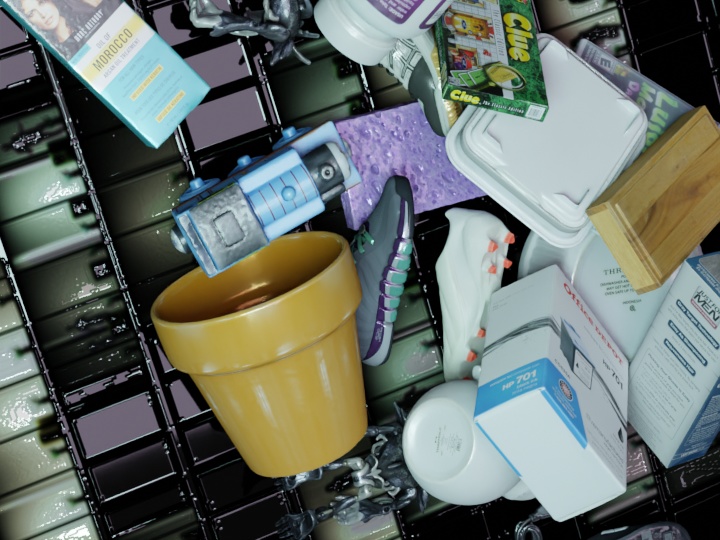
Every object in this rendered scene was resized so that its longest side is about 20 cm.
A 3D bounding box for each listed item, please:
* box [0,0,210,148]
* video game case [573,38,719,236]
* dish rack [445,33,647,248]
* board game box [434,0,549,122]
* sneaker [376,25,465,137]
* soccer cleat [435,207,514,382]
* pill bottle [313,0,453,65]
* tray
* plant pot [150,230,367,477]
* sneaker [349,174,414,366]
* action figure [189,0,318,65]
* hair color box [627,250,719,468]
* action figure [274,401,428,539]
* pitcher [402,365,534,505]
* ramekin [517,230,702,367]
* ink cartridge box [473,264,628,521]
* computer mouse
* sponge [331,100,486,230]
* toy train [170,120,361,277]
[{"bbox_3d":[-0.241,-0.214,1.492,0.200,0.049,0.082,44,83,-18],"label":"box"},{"bbox_3d":[0.270,-0.120,1.615,0.181,0.023,0.201,31,58,-7],"label":"video game case"},{"bbox_3d":[0.194,-0.138,1.555,0.171,0.044,0.201,39,59,-2],"label":"dish rack"},{"bbox_3d":[0.124,-0.226,1.540,0.104,0.201,0.024,12,133,-15],"label":"board game box"},{"bbox_3d":[0.040,-0.220,1.570,0.087,0.076,0.202,-22,93,15],"label":"sneaker"},{"bbox_3d":[0.111,0.030,1.633,0.069,0.077,0.202,-17,123,-43],"label":"soccer cleat"},{"bbox_3d":[0.046,-0.287,1.450,0.112,0.113,0.200,33,122,-18],"label":"pill bottle"},{"bbox_3d":[0.310,-0.073,1.564,0.200,0.037,0.099,-41,101,-37],"label":"tray"},{"bbox_3d":[-0.077,0.087,1.509,0.199,0.200,0.185,-24,109,-13],"label":"plant pot"},{"bbox_3d":[0.000,0.000,1.572,0.086,0.075,0.202,7,109,-9],"label":"sneaker"},{"bbox_3d":[-0.102,-0.280,1.494,0.120,0.101,0.201,-66,153,-28],"label":"action figure"},{"bbox_3d":[0.333,0.090,1.567,0.060,0.100,0.201,-12,139,-32],"label":"hair color box"},{"bbox_3d":[-0.004,0.204,1.599,0.199,0.101,0.120,-12,93,-42],"label":"action figure"},{"bbox_3d":[0.127,0.148,1.588,0.199,0.120,0.174,12,83,-59],"label":"pitcher"},{"bbox_3d":[0.273,0.012,1.661,0.200,0.094,0.205,-2,98,-17],"label":"ramekin"},{"bbox_3d":[0.188,0.115,1.524,0.085,0.201,0.147,-27,116,28],"label":"ink cartridge box"},{"bbox_3d":[0.259,0.298,1.725,0.198,0.046,0.142,-20,98,-9],"label":"computer mouse"},{"bbox_3d":[0.071,-0.121,1.614,0.198,0.030,0.113,-15,101,-15],"label":"sponge"},{"bbox_3d":[-0.091,-0.070,1.519,0.199,0.114,0.087,-29,105,-7],"label":"toy train"}]
